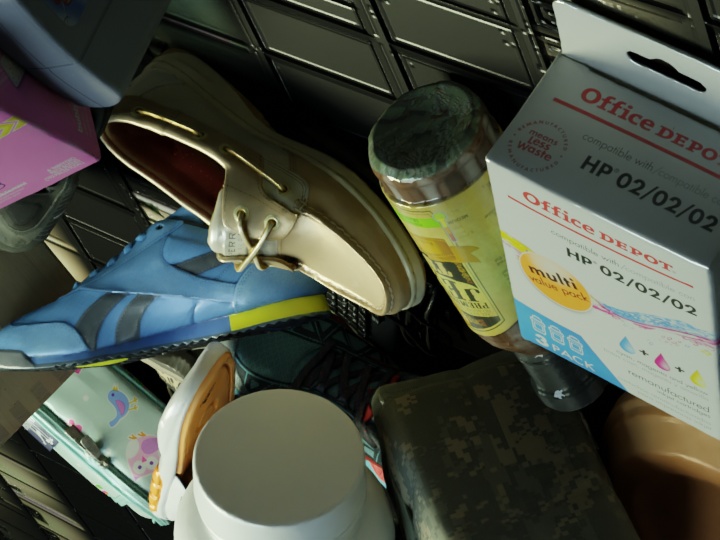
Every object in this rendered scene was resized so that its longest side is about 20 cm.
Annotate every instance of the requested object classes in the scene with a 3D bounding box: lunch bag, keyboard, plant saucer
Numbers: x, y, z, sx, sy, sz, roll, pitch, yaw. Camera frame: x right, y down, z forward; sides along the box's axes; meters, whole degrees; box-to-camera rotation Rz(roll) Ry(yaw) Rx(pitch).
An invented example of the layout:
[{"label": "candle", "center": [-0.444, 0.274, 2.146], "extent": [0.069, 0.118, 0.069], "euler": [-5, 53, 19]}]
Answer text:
[{"label": "lunch bag", "center": [0.083, 0.166, 1.442], "extent": [0.200, 0.117, 0.164], "euler": [81, 169, -50]}, {"label": "keyboard", "center": [0.000, 0.000, 1.447], "extent": [0.104, 0.040, 0.200], "euler": [32, 160, 15]}, {"label": "plant saucer", "center": [0.205, 0.140, 1.390], "extent": [0.200, 0.037, 0.200], "euler": [32, 153, 19]}, {"label": "lunch bag", "center": [-0.173, 0.109, 1.841], "extent": [0.160, 0.077, 0.200], "euler": [44, 175, -3]}]

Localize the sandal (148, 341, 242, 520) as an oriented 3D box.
[{"label": "sandal", "center": [-0.076, 0.105, 1.491], "extent": [0.059, 0.079, 0.207], "euler": [32, 163, 9]}]

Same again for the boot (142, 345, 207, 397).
[{"label": "boot", "center": [-0.060, 0.098, 1.690], "extent": [0.200, 0.073, 0.151], "euler": [28, 159, 45]}]

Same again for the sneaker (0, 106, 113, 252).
[{"label": "sneaker", "center": [-0.166, -0.075, 1.362], "extent": [0.066, 0.091, 0.200], "euler": [11, 129, -14]}]

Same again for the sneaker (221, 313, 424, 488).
[{"label": "sneaker", "center": [0.009, 0.072, 1.542], "extent": [0.200, 0.080, 0.096], "euler": [30, 162, -11]}]

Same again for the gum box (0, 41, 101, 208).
[{"label": "gum box", "center": [-0.196, -0.141, 1.230], "extent": [0.066, 0.201, 0.113], "euler": [-24, 158, 20]}]

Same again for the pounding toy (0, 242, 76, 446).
[{"label": "pounding toy", "center": [-0.284, -0.009, 1.523], "extent": [0.184, 0.142, 0.200], "euler": [28, 160, 50]}]

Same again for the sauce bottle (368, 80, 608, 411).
[{"label": "sauce bottle", "center": [0.069, -0.004, 1.291], "extent": [0.065, 0.065, 0.200], "euler": [17, 151, 42]}]

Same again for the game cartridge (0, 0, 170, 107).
[{"label": "game cartridge", "center": [-0.144, -0.173, 1.174], "extent": [0.041, 0.134, 0.200], "euler": [-6, 139, 30]}]

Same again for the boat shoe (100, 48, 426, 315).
[{"label": "boat shoe", "center": [-0.055, -0.033, 1.375], "extent": [0.200, 0.069, 0.074], "euler": [37, 148, 23]}]

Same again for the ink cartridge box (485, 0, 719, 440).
[{"label": "ink cartridge box", "center": [0.123, -0.019, 1.168], "extent": [0.115, 0.068, 0.200], "euler": [27, 157, 24]}]

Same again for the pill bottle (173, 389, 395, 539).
[{"label": "pill bottle", "center": [-0.040, 0.160, 1.438], "extent": [0.119, 0.120, 0.200], "euler": [27, 145, 23]}]

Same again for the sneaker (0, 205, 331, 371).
[{"label": "sneaker", "center": [-0.113, 0.008, 1.459], "extent": [0.199, 0.079, 0.066], "euler": [-13, 177, 14]}]
